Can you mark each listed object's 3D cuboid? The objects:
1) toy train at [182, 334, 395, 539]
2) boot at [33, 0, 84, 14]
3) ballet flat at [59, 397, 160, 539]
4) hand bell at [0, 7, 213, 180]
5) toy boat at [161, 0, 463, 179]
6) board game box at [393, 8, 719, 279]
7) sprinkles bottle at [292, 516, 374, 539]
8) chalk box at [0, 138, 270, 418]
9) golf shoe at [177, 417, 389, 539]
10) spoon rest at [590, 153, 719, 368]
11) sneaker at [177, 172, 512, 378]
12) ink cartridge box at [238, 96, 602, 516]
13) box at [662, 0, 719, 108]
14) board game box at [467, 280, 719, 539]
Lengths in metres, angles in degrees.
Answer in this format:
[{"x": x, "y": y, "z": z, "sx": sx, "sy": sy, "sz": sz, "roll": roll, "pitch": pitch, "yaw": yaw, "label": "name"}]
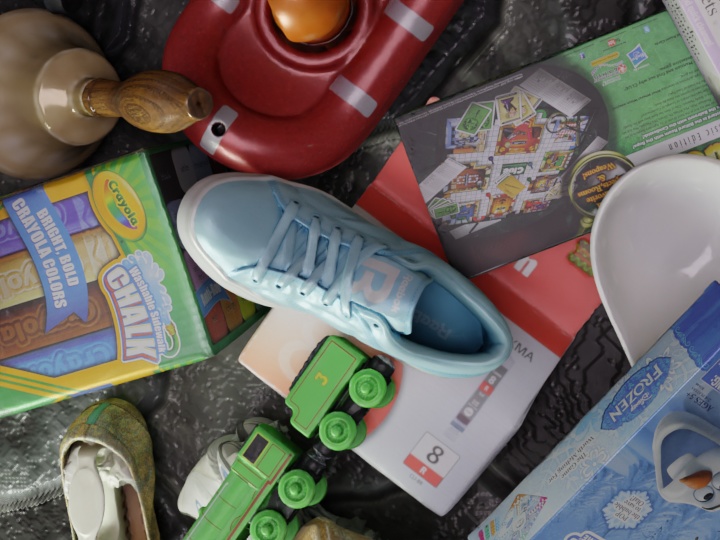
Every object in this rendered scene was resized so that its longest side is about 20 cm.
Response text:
[{"x": -0.052, "y": 0.125, "z": 0.780, "sx": 0.056, "sy": 0.042, "sz": 0.200, "roll": 36, "pitch": 92, "yaw": 13, "label": "toy train"}, {"x": -0.261, "y": -0.237, "z": 0.804, "sx": 0.199, "sy": 0.066, "sz": 0.166, "roll": 2, "pitch": 84, "yaw": 7, "label": "boot"}, {"x": -0.161, "y": 0.185, "z": 0.870, "sx": 0.070, "sy": 0.071, "sz": 0.201, "roll": -3, "pitch": 100, "yaw": 13, "label": "ballet flat"}, {"x": -0.140, "y": -0.094, "z": 0.737, "sx": 0.200, "sy": 0.104, "sz": 0.105, "roll": 13, "pitch": 108, "yaw": 53, "label": "hand bell"}, {"x": -0.029, "y": -0.145, "z": 0.732, "sx": 0.130, "sy": 0.131, "sz": 0.200, "roll": 36, "pitch": 96, "yaw": 4, "label": "toy boat"}, {"x": 0.129, "y": -0.076, "z": 0.762, "sx": 0.199, "sy": 0.023, "sz": 0.105, "roll": -20, "pitch": 95, "yaw": 7, "label": "board game box"}, {"x": 0.049, "y": 0.209, "z": 0.785, "sx": 0.199, "sy": 0.068, "sz": 0.068, "roll": 25, "pitch": 107, "yaw": -20, "label": "sprinkles bottle"}, {"x": -0.135, "y": -0.005, "z": 0.797, "sx": 0.199, "sy": 0.125, "sz": 0.125, "roll": -15, "pitch": 97, "yaw": 16, "label": "chalk box"}, {"x": -0.037, "y": 0.192, "z": 0.851, "sx": 0.097, "sy": 0.078, "sz": 0.200, "roll": -39, "pitch": 84, "yaw": 33, "label": "golf shoe"}, {"x": 0.175, "y": 0.032, "z": 0.750, "sx": 0.099, "sy": 0.061, "sz": 0.201, "roll": 0, "pitch": 112, "yaw": -1, "label": "spoon rest"}, {"x": 0.000, "y": 0.000, "z": 0.721, "sx": 0.199, "sy": 0.082, "sz": 0.074, "roll": 24, "pitch": 79, "yaw": -20, "label": "sneaker"}, {"x": 0.046, "y": 0.024, "z": 0.802, "sx": 0.162, "sy": 0.050, "sz": 0.200, "roll": 37, "pitch": 109, "yaw": 3, "label": "ink cartridge box"}, {"x": 0.216, "y": -0.096, "z": 0.722, "sx": 0.041, "sy": 0.039, "sz": 0.201, "roll": -28, "pitch": 95, "yaw": 5, "label": "box"}, {"x": 0.198, "y": 0.132, "z": 0.742, "sx": 0.200, "sy": 0.043, "sz": 0.199, "roll": 32, "pitch": 110, "yaw": -28, "label": "board game box"}]
